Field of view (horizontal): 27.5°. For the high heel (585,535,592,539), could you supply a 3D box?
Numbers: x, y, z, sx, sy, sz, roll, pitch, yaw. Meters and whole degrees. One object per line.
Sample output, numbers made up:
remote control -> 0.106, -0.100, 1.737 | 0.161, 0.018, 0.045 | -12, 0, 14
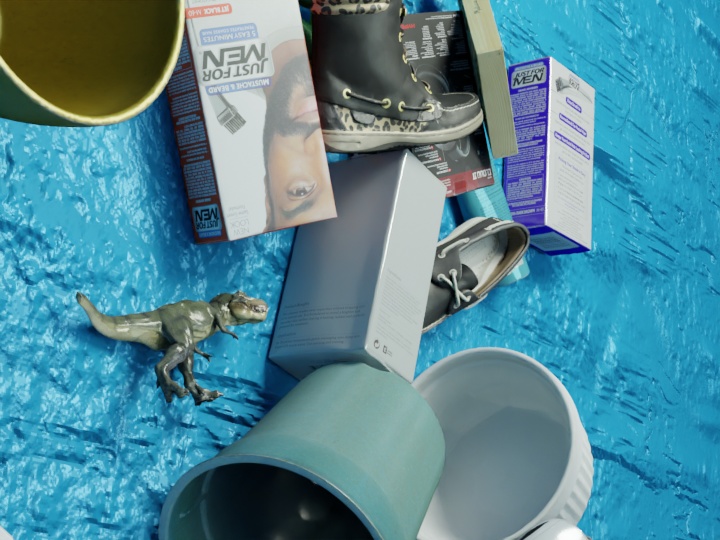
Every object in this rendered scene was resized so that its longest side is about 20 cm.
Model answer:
high heel -> 0.161, 0.325, 1.297 | 0.199, 0.143, 0.072 | -30, 124, -10

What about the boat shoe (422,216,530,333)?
boat shoe -> 0.096, 0.007, 1.470 | 0.199, 0.060, 0.075 | -34, 113, -39

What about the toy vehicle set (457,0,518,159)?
toy vehicle set -> 0.126, -0.222, 1.503 | 0.201, 0.026, 0.125 | -97, 175, -52

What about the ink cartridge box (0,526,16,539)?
ink cartridge box -> -0.273, 0.238, 0.856 | 0.144, 0.084, 0.200 | 41, 43, 0

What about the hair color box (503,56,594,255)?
hair color box -> 0.216, -0.129, 1.688 | 0.109, 0.064, 0.202 | 23, 67, -50

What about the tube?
tube -> 0.127, -0.083, 1.569 | 0.077, 0.050, 0.202 | -31, 106, -52

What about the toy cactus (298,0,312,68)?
toy cactus -> -0.053, -0.248, 1.317 | 0.164, 0.102, 0.202 | -7, 100, -45

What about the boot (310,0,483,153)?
boot -> 0.030, -0.187, 1.299 | 0.198, 0.073, 0.152 | -11, 108, -34

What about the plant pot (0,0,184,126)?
plant pot -> -0.235, -0.186, 0.975 | 0.199, 0.141, 0.202 | 13, 74, -53

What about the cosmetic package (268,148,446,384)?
cosmetic package -> 0.000, 0.000, 1.316 | 0.081, 0.112, 0.202 | 41, 55, -44

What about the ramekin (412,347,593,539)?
ramekin -> 0.126, 0.184, 1.394 | 0.105, 0.198, 0.202 | 44, 50, -53

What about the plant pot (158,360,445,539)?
plant pot -> -0.028, 0.183, 1.185 | 0.196, 0.198, 0.202 | -49, 123, -56

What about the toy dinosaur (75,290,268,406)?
toy dinosaur -> -0.144, 0.060, 1.157 | 0.199, 0.047, 0.089 | 0, 70, -54

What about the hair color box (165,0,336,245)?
hair color box -> -0.095, -0.131, 1.218 | 0.110, 0.064, 0.202 | -14, 97, -33

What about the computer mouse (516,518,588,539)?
computer mouse -> 0.117, 0.293, 1.278 | 0.110, 0.200, 0.044 | 48, 11, 18

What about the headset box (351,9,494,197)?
headset box -> 0.054, -0.148, 1.449 | 0.148, 0.077, 0.202 | -19, 100, -54
